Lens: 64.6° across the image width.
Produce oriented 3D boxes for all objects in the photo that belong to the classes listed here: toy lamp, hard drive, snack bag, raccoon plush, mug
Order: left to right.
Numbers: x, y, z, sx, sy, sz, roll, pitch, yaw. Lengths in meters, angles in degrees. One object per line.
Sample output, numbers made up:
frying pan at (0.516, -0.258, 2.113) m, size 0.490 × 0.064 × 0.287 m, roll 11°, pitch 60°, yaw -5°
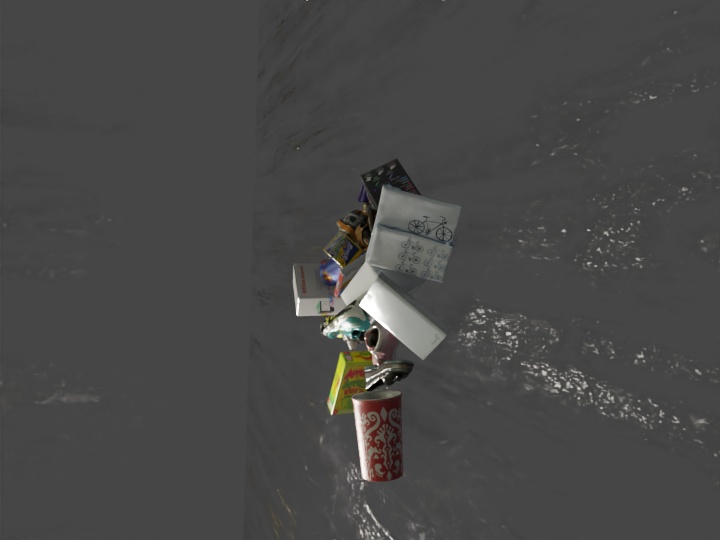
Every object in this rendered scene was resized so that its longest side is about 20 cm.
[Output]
raccoon plush at (0.008, 0.130, 1.633) m, size 0.203 × 0.096 × 0.134 m, roll -61°, pitch 4°, yaw -8°
toy lamp at (0.015, -0.145, 1.654) m, size 0.058 × 0.057 × 0.205 m, roll -159°, pitch 70°, yaw -66°
mug at (0.054, 0.420, 1.474) m, size 0.177 × 0.130 × 0.205 m, roll 15°, pitch -110°, yaw -80°
hard drive at (0.097, 0.107, 1.301) m, size 0.199 × 0.027 × 0.133 m, roll 39°, pitch 142°, yaw 5°
snack bag at (0.117, -0.076, 1.237) m, size 0.022 × 0.184 × 0.203 m, roll -73°, pitch -3°, yaw -55°

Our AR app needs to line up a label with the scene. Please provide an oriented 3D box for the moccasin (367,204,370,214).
moccasin at (0.058, -0.125, 1.516) m, size 0.068 × 0.079 × 0.203 m, roll -52°, pitch 43°, yaw 44°

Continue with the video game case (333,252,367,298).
video game case at (0.000, 0.000, 1.441) m, size 0.018 × 0.142 × 0.200 m, roll 53°, pitch 164°, yaw 11°

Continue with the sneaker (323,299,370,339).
sneaker at (-0.036, 0.145, 1.455) m, size 0.080 × 0.077 × 0.200 m, roll 49°, pitch 152°, yaw -1°

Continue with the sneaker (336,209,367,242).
sneaker at (-0.013, -0.128, 1.558) m, size 0.078 × 0.078 × 0.200 m, roll -51°, pitch 11°, yaw 4°

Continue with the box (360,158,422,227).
box at (0.087, -0.150, 1.352) m, size 0.202 × 0.104 × 0.123 m, roll -115°, pitch 1°, yaw -47°

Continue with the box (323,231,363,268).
box at (-0.048, -0.053, 1.483) m, size 0.070 × 0.064 × 0.200 m, roll -48°, pitch 9°, yaw -1°

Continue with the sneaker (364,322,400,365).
sneaker at (0.045, 0.198, 1.490) m, size 0.076 × 0.103 × 0.202 m, roll 59°, pitch 144°, yaw 32°

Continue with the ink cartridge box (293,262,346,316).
ink cartridge box at (-0.102, 0.055, 1.720) m, size 0.147 × 0.195 × 0.085 m, roll -104°, pitch 19°, yaw -44°

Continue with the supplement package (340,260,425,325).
supplement package at (0.052, 0.045, 1.428) m, size 0.119 × 0.116 × 0.200 m, roll 57°, pitch 148°, yaw 13°

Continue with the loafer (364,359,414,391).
loafer at (0.072, 0.270, 1.447) m, size 0.199 × 0.071 × 0.064 m, roll -28°, pitch 49°, yaw 58°

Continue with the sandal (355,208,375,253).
sandal at (0.011, -0.088, 1.417) m, size 0.200 × 0.053 × 0.084 m, roll 119°, pitch 141°, yaw -76°

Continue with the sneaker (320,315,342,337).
sneaker at (-0.071, 0.167, 1.812) m, size 0.201 × 0.083 × 0.076 m, roll 126°, pitch 139°, yaw -55°

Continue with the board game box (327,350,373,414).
board game box at (-0.026, 0.329, 1.670) m, size 0.048 × 0.099 × 0.203 m, roll -119°, pitch 36°, yaw -51°

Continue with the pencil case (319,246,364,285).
pencil case at (-0.028, -0.019, 1.625) m, size 0.197 × 0.086 × 0.080 m, roll -20°, pitch 94°, yaw 33°
